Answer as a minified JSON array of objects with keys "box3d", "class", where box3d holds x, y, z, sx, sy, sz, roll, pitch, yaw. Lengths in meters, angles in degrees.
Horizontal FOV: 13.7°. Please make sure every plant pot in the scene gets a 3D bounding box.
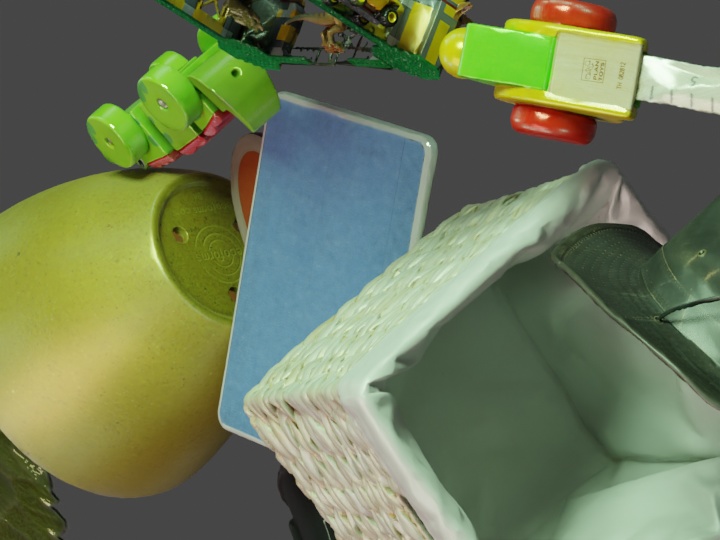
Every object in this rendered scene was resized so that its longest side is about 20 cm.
[{"box3d":[-0.123,0.017,1.790,0.200,0.200,0.142,50,134,-4],"class":"plant pot"}]

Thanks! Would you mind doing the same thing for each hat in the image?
[{"box3d":[0.190,0.008,1.399,0.200,0.200,0.081,36,110,22],"class":"hat"}]

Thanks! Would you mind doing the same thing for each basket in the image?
[{"box3d":[0.080,0.083,1.547,0.198,0.200,0.161,54,154,-12],"class":"basket"}]

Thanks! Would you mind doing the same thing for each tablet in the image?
[{"box3d":[-0.020,0.010,1.672,0.130,0.014,0.201,19,104,41],"class":"tablet"}]

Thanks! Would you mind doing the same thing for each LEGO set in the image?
[{"box3d":[-0.027,-0.177,1.500,0.154,0.116,0.200,28,168,-30],"class":"LEGO set"}]

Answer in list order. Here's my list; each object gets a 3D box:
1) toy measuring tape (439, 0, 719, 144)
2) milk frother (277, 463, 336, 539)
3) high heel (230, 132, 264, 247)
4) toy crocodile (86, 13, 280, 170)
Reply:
[{"box3d":[0.132,-0.088,1.414,0.199,0.074,0.074,11,138,23],"class":"toy measuring tape"},{"box3d":[0.038,0.212,1.788,0.200,0.180,0.189,22,-143,-42],"class":"milk frother"},{"box3d":[0.000,0.000,1.728,0.067,0.096,0.200,-46,63,33],"class":"high heel"},{"box3d":[-0.102,-0.094,1.719,0.062,0.067,0.200,51,152,-7],"class":"toy crocodile"}]
